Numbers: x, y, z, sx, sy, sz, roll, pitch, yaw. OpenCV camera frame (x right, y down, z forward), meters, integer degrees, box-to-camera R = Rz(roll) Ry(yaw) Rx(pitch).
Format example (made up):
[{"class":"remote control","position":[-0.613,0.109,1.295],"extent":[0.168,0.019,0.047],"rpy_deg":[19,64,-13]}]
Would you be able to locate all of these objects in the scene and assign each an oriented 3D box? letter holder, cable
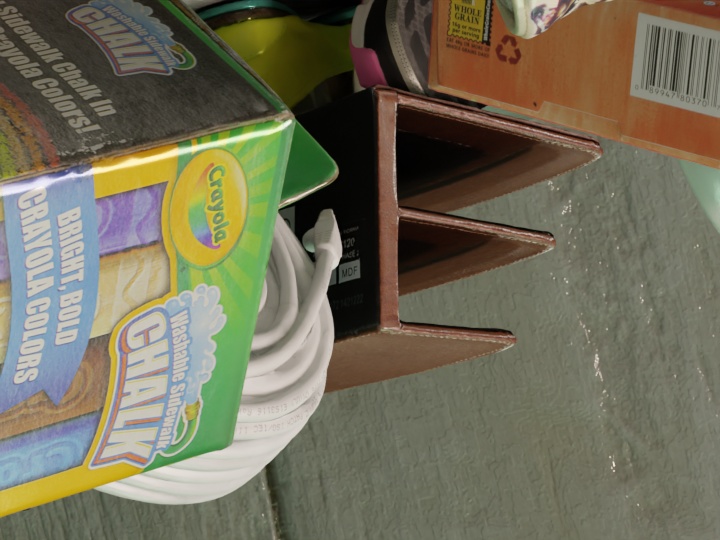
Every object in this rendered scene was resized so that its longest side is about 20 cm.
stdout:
[{"class":"letter holder","position":[0.000,0.000,1.108],"extent":[0.141,0.101,0.199],"rpy_deg":[8,165,-37]},{"class":"cable","position":[-0.098,-0.006,0.914],"extent":[0.069,0.199,0.200],"rpy_deg":[-47,-159,24]}]

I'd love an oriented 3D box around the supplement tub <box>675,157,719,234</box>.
[{"class":"supplement tub","position":[0.240,-0.114,1.208],"extent":[0.199,0.146,0.145],"rpy_deg":[-24,178,13]}]

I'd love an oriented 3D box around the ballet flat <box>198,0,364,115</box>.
[{"class":"ballet flat","position":[-0.027,-0.088,1.168],"extent":[0.066,0.067,0.200],"rpy_deg":[-17,179,19]}]

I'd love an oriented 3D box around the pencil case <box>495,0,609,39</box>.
[{"class":"pencil case","position":[0.114,-0.120,0.672],"extent":[0.199,0.078,0.090],"rpy_deg":[-15,-155,-6]}]

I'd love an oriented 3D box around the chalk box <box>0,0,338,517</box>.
[{"class":"chalk box","position":[-0.104,-0.016,0.729],"extent":[0.199,0.124,0.124],"rpy_deg":[-14,-138,-34]}]

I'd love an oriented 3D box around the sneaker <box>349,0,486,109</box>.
[{"class":"sneaker","position":[0.077,-0.115,1.108],"extent":[0.087,0.074,0.199],"rpy_deg":[-15,-175,43]}]

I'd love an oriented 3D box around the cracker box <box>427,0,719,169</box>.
[{"class":"cracker box","position":[0.135,-0.101,0.950],"extent":[0.133,0.058,0.200],"rpy_deg":[17,-155,31]}]
